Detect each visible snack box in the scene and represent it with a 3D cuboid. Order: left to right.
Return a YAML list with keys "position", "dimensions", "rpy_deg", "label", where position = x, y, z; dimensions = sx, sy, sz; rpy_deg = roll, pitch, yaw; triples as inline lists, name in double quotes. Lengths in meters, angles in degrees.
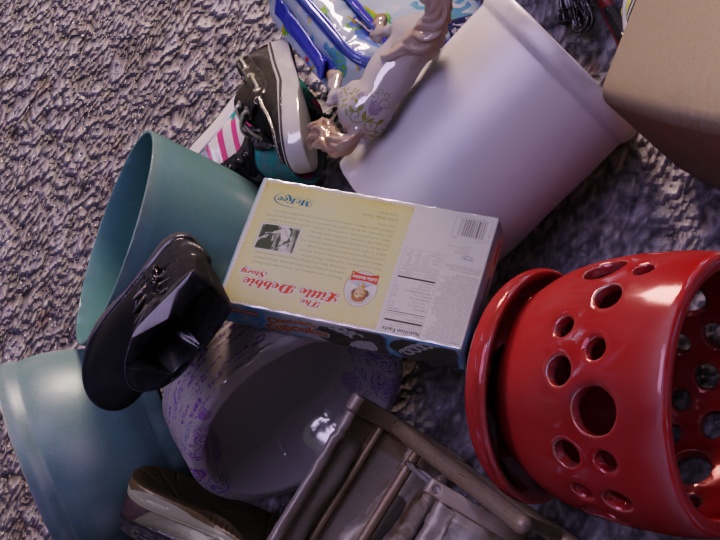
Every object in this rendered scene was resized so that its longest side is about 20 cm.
- position: [0.000, 0.000, 1.088]
  dimensions: [0.198, 0.037, 0.117]
  rpy_deg: [11, 63, 17]
  label: "snack box"

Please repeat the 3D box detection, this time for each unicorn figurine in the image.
- position: [0.026, -0.175, 1.141]
  dimensions: [0.137, 0.073, 0.201]
  rpy_deg: [-128, 57, -72]
  label: "unicorn figurine"

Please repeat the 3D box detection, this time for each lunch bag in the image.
- position: [0.011, -0.235, 1.304]
  dimensions: [0.160, 0.083, 0.200]
  rpy_deg: [-17, 50, -24]
  label: "lunch bag"

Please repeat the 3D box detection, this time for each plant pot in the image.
- position: [-0.236, 0.156, 1.293]
  dimensions: [0.133, 0.201, 0.201]
  rpy_deg: [-21, 55, -9]
  label: "plant pot"
- position: [-0.150, -0.006, 1.282]
  dimensions: [0.200, 0.160, 0.202]
  rpy_deg: [-162, 90, -72]
  label: "plant pot"
- position: [0.188, 0.084, 1.030]
  dimensions: [0.181, 0.200, 0.202]
  rpy_deg: [3, 71, 39]
  label: "plant pot"
- position: [0.306, -0.155, 1.069]
  dimensions: [0.176, 0.199, 0.201]
  rpy_deg: [13, 77, 47]
  label: "plant pot"

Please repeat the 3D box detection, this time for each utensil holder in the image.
- position: [0.104, -0.109, 1.185]
  dimensions: [0.200, 0.170, 0.170]
  rpy_deg: [-44, 53, 11]
  label: "utensil holder"

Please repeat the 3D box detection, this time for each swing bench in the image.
- position: [0.033, 0.238, 1.104]
  dimensions: [0.199, 0.130, 0.200]
  rpy_deg: [32, 89, 38]
  label: "swing bench"

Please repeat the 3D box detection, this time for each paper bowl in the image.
- position: [-0.073, 0.090, 1.191]
  dimensions: [0.201, 0.200, 0.105]
  rpy_deg: [-45, 52, 9]
  label: "paper bowl"

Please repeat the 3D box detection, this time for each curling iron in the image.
- position: [0.231, -0.180, 1.224]
  dimensions: [0.050, 0.025, 0.201]
  rpy_deg: [-50, 54, 31]
  label: "curling iron"

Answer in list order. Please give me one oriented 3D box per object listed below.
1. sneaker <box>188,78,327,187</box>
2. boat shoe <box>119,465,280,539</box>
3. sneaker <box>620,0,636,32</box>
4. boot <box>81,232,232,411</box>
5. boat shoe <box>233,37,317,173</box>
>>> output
- position: [-0.100, -0.098, 1.369]
  dimensions: [0.121, 0.083, 0.201]
  rpy_deg: [32, 88, 47]
  label: "sneaker"
- position: [-0.115, 0.238, 1.211]
  dimensions: [0.200, 0.072, 0.066]
  rpy_deg: [27, 110, 4]
  label: "boat shoe"
- position: [0.261, -0.259, 1.193]
  dimensions: [0.075, 0.076, 0.202]
  rpy_deg: [0, 70, 4]
  label: "sneaker"
- position: [-0.162, 0.059, 1.082]
  dimensions: [0.166, 0.065, 0.200]
  rpy_deg: [-62, 17, 5]
  label: "boot"
- position: [-0.080, -0.143, 1.273]
  dimensions: [0.063, 0.071, 0.201]
  rpy_deg: [-16, 33, 1]
  label: "boat shoe"
